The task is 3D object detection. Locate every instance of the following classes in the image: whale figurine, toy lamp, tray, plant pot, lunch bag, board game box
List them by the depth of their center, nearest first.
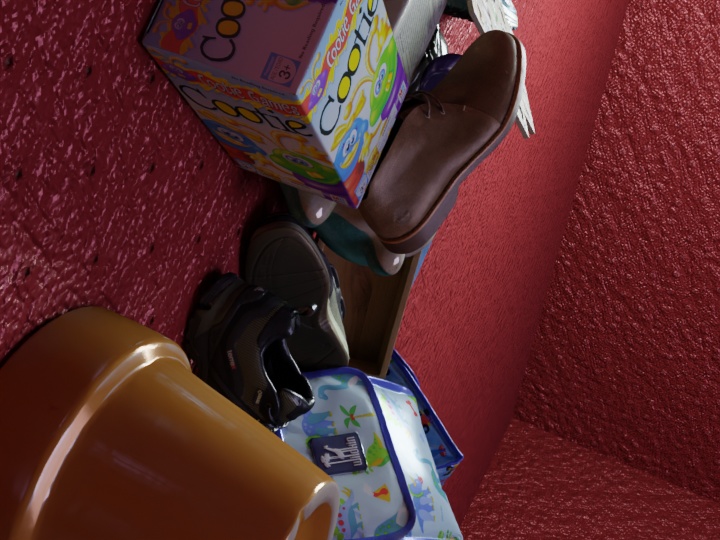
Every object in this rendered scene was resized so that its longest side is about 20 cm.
[{"bbox_3d":[-0.118,0.148,0.653,0.200,0.181,0.203,20,90,-75],"label":"plant pot"},{"bbox_3d":[-0.044,-0.132,0.709,0.200,0.102,0.106,55,57,-72],"label":"board game box"},{"bbox_3d":[-0.017,-0.062,0.901,0.103,0.161,0.199,-29,169,28],"label":"whale figurine"},{"bbox_3d":[-0.014,0.186,0.989,0.127,0.172,0.199,-36,146,26],"label":"lunch bag"},{"bbox_3d":[0.093,-0.172,0.997,0.200,0.057,0.059,-46,153,-69],"label":"toy lamp"},{"bbox_3d":[0.000,0.000,1.039,0.037,0.097,0.203,-104,-153,-69],"label":"tray"},{"bbox_3d":[0.018,0.152,1.194,0.093,0.202,0.151,-21,161,-14],"label":"lunch bag"}]

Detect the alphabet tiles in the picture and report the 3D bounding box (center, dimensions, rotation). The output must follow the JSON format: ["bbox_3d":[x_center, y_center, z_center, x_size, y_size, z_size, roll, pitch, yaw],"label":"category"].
[{"bbox_3d":[0.124,-0.227,1.017,0.167,0.006,0.202,51,27,-48],"label":"alphabet tiles"}]

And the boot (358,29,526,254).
[{"bbox_3d":[0.061,-0.115,0.833,0.075,0.073,0.202,45,69,-39],"label":"boot"}]

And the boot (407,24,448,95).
[{"bbox_3d":[0.037,-0.173,1.047,0.131,0.067,0.203,69,35,-61],"label":"boot"}]

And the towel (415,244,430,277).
[{"bbox_3d":[0.047,-0.065,1.224,0.201,0.048,0.113,79,34,-61],"label":"towel"}]

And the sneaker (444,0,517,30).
[{"bbox_3d":[0.132,-0.308,1.166,0.200,0.077,0.088,-23,128,-70],"label":"sneaker"}]

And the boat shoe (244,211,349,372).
[{"bbox_3d":[-0.054,0.014,0.949,0.202,0.071,0.067,71,11,-49],"label":"boat shoe"}]

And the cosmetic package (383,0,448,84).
[{"bbox_3d":[0.037,-0.254,0.897,0.104,0.072,0.202,69,43,-69],"label":"cosmetic package"}]

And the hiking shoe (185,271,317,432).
[{"bbox_3d":[-0.089,0.109,0.849,0.076,0.099,0.203,-34,137,-61],"label":"hiking shoe"}]
